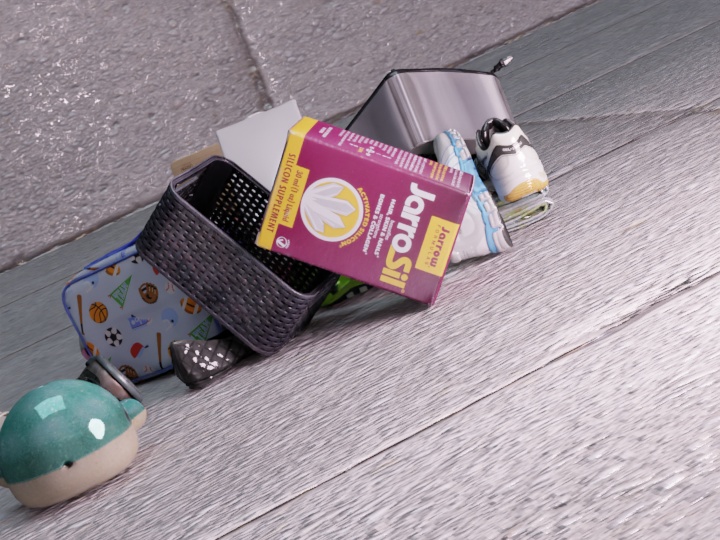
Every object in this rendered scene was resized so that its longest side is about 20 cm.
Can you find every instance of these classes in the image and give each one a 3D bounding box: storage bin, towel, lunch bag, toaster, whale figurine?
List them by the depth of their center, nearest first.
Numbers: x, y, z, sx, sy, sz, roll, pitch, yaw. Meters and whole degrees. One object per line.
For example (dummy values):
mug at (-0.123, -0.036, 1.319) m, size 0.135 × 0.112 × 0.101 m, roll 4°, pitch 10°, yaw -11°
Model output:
whale figurine at (-0.286, 0.151, 1.415) m, size 0.158 × 0.105 × 0.200 m, roll -24°, pitch 11°, yaw -6°
storage bin at (-0.129, -0.019, 1.617) m, size 0.094 × 0.199 × 0.135 m, roll -53°, pitch -6°, yaw 29°
lunch bag at (-0.244, 0.036, 1.721) m, size 0.198 × 0.162 × 0.076 m, roll -22°, pitch 9°, yaw 25°
towel at (0.142, -0.072, 1.783) m, size 0.169 × 0.049 × 0.200 m, roll -19°, pitch 11°, yaw 2°
toaster at (0.089, -0.168, 1.849) m, size 0.179 × 0.120 × 0.200 m, roll -4°, pitch -29°, yaw -35°

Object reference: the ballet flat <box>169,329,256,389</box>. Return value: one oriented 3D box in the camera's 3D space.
ballet flat at (-0.137, 0.068, 1.640) m, size 0.066 × 0.057 × 0.200 m, roll -13°, pitch 14°, yaw 36°

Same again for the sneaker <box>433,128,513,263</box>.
sneaker at (0.101, -0.084, 1.664) m, size 0.086 × 0.075 × 0.201 m, roll -24°, pitch 41°, yaw 5°

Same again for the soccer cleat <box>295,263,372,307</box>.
soccer cleat at (0.000, 0.000, 1.704) m, size 0.081 × 0.068 × 0.199 m, roll 1°, pitch -14°, yaw -46°

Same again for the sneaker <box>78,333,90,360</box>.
sneaker at (-0.278, 0.068, 1.860) m, size 0.094 × 0.080 × 0.200 m, roll 0°, pitch 8°, yaw 25°

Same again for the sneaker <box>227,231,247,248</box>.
sneaker at (-0.193, 0.025, 1.780) m, size 0.201 × 0.083 × 0.081 m, roll -61°, pitch -11°, yaw 28°

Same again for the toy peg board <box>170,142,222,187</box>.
toy peg board at (-0.139, -0.092, 2.097) m, size 0.198 × 0.201 × 0.098 m, roll -21°, pitch -5°, yaw 4°

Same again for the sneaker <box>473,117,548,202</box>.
sneaker at (0.166, -0.137, 1.700) m, size 0.075 × 0.089 × 0.200 m, roll -23°, pitch 10°, yaw -6°

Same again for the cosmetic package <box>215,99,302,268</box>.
cosmetic package at (-0.098, -0.106, 1.785) m, size 0.112 × 0.082 × 0.201 m, roll -20°, pitch 42°, yaw 1°

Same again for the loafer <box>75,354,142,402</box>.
loafer at (-0.289, 0.138, 1.633) m, size 0.063 × 0.072 × 0.200 m, roll -45°, pitch 9°, yaw -12°

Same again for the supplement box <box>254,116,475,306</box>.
supplement box at (0.006, -0.063, 1.537) m, size 0.198 × 0.132 × 0.103 m, roll 18°, pitch 15°, yaw 2°

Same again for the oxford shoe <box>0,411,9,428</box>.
oxford shoe at (-0.412, 0.185, 1.640) m, size 0.198 × 0.058 × 0.075 m, roll -14°, pitch 11°, yaw 33°
